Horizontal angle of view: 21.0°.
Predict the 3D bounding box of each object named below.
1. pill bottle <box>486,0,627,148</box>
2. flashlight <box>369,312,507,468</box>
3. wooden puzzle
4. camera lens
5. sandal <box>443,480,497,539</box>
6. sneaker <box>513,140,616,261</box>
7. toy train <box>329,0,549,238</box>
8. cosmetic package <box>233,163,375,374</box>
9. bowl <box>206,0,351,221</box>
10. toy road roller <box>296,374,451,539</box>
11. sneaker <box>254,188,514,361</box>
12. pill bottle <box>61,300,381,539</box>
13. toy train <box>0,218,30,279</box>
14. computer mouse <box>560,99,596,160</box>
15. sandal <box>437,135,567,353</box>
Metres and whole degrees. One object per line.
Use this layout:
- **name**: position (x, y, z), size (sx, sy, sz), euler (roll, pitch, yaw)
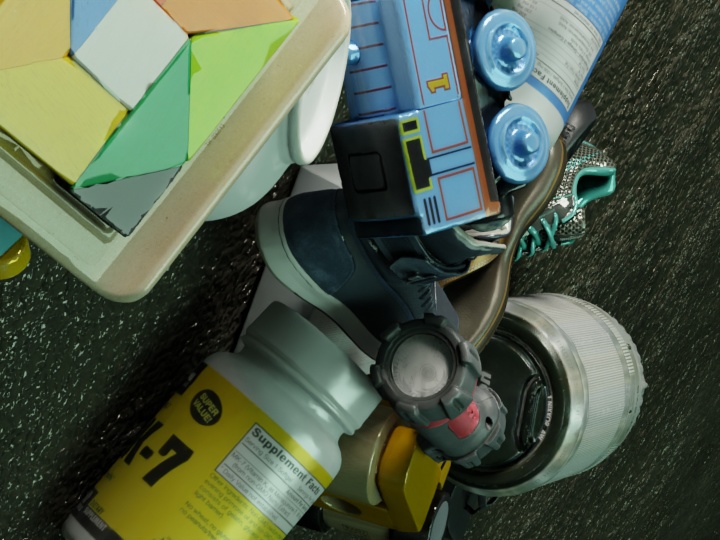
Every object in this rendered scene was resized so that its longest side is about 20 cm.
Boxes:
- **pill bottle**: position (0.102, -0.147, 1.328), size (0.201, 0.112, 0.112), euler (-62, 157, -10)
- **flashlight**: position (0.059, 0.082, 1.271), size (0.200, 0.067, 0.068), euler (45, 58, -69)
- **wooden puzzle**: position (-0.111, -0.103, 0.863), size (0.185, 0.037, 0.200), euler (-52, 130, -5)
- **camera lens**: position (0.140, 0.101, 1.636), size (0.200, 0.159, 0.161), euler (-4, 119, -63)
- **sandal**: position (0.125, 0.169, 1.826), size (0.076, 0.043, 0.201), euler (1, 115, -64)
- **sneaker**: position (0.134, -0.044, 1.549), size (0.200, 0.091, 0.078), euler (-49, 153, -27)
- **toy train**: position (0.036, -0.114, 1.087), size (0.114, 0.086, 0.201), euler (-17, 100, -36)
- **cosmetic package**: position (0.000, 0.000, 1.372), size (0.200, 0.052, 0.151), euler (-8, 124, -62)
- **bowl**: position (-0.060, -0.110, 1.002), size (0.201, 0.090, 0.202), euler (12, 90, -81)
- **toy road roller**: position (0.009, 0.118, 1.447), size (0.200, 0.122, 0.147), euler (66, 41, -62)
- **sneaker**: position (0.048, -0.006, 1.226), size (0.202, 0.146, 0.077), euler (33, 44, -52)
- **pill bottle**: position (-0.084, 0.125, 1.228), size (0.200, 0.114, 0.114), euler (-49, 155, -9)
- **toy train**: position (-0.183, -0.080, 0.910), size (0.201, 0.055, 0.150), euler (-65, 155, 1)
- **computer mouse**: position (0.108, -0.051, 1.448), size (0.200, 0.034, 0.059), euler (-51, 172, -11)
- **sandal**: position (0.079, -0.022, 1.360), size (0.055, 0.082, 0.201), euler (38, 81, -50)
